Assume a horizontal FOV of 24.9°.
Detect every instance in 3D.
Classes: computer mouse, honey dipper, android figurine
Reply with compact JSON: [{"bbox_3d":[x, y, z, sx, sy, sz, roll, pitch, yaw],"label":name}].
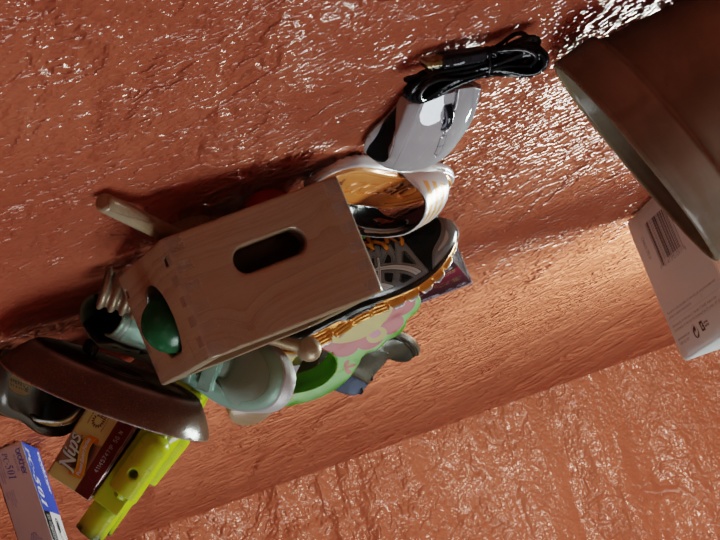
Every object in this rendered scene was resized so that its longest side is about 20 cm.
[{"bbox_3d":[0.062,-0.118,1.256,0.110,0.044,0.200,-18,168,-22],"label":"computer mouse"},{"bbox_3d":[-0.128,0.042,1.409,0.200,0.038,0.038,16,158,-12],"label":"honey dipper"},{"bbox_3d":[-0.209,0.183,1.637,0.200,0.041,0.182,-53,178,-3],"label":"android figurine"}]

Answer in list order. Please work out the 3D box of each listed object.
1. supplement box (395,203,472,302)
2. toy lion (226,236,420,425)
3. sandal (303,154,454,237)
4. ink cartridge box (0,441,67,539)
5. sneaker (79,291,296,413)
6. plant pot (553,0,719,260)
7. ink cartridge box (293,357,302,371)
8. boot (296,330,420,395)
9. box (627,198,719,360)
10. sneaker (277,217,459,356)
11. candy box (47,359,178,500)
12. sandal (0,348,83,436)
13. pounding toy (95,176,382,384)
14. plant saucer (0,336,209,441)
[{"bbox_3d":[0.046,-0.007,1.686,0.109,0.061,0.200,-23,167,8],"label":"supplement box"},{"bbox_3d":[-0.038,0.049,1.571,0.191,0.069,0.200,-7,133,-19],"label":"toy lion"},{"bbox_3d":[0.019,-0.057,1.416,0.079,0.059,0.207,-27,167,28],"label":"sandal"},{"bbox_3d":[-0.396,0.314,2.003,0.044,0.200,0.094,-20,168,-3],"label":"ink cartridge box"},{"bbox_3d":[-0.160,0.074,1.441,0.200,0.074,0.118,23,-174,30],"label":"sneaker"},{"bbox_3d":[0.277,-0.139,1.264,0.173,0.200,0.200,-41,166,5],"label":"plant pot"},{"bbox_3d":[-0.076,0.081,1.809,0.116,0.068,0.200,-24,172,37],"label":"ink cartridge box"},{"bbox_3d":[-0.006,0.090,1.762,0.097,0.075,0.200,-61,148,-3],"label":"boot"},{"bbox_3d":[0.447,-0.018,1.995,0.131,0.200,0.199,-18,168,-13],"label":"box"},{"bbox_3d":[0.000,0.000,1.469,0.200,0.077,0.078,-31,-160,-15],"label":"sneaker"},{"bbox_3d":[-0.245,0.154,1.671,0.116,0.055,0.200,-57,178,8],"label":"candy box"},{"bbox_3d":[-0.297,0.115,1.577,0.054,0.082,0.200,-1,165,15],"label":"sandal"},{"bbox_3d":[-0.114,-0.004,1.306,0.200,0.142,0.184,-21,176,-24],"label":"pounding toy"},{"bbox_3d":[-0.224,0.102,1.465,0.200,0.035,0.200,21,-179,0],"label":"plant saucer"}]
